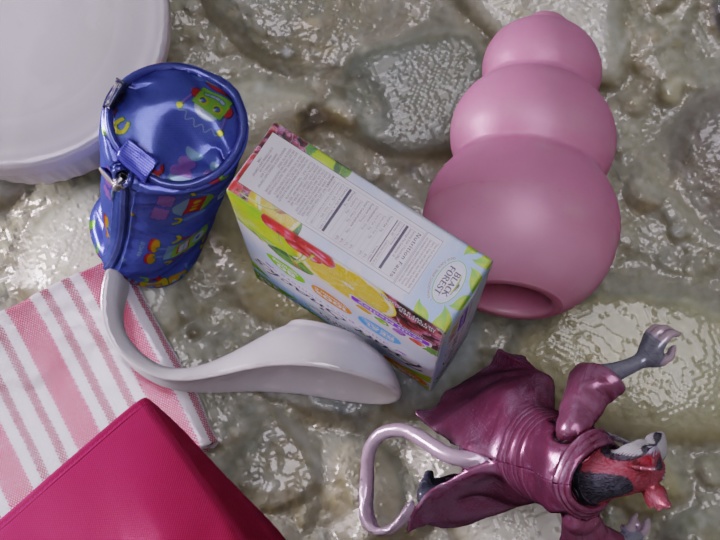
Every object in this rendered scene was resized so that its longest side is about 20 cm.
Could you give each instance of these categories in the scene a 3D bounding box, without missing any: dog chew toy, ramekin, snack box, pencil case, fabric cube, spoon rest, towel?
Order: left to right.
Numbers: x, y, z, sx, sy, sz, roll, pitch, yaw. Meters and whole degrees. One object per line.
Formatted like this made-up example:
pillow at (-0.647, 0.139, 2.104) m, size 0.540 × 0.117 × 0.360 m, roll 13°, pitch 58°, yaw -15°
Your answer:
ramekin at (-0.220, -0.150, 0.890) m, size 0.201 × 0.094 × 0.204 m, roll 0°, pitch 78°, yaw 1°
towel at (-0.210, 0.095, 0.871) m, size 0.199 × 0.030 × 0.147 m, roll -27°, pitch 79°, yaw -8°
pencil case at (-0.122, -0.051, 0.810) m, size 0.087 × 0.200 × 0.078 m, roll -41°, pitch 86°, yaw -22°
fabric cube at (-0.097, 0.232, 0.711) m, size 0.196 × 0.200 × 0.199 m, roll -42°, pitch 48°, yaw -7°
spoon rest at (-0.071, 0.055, 0.842) m, size 0.199 × 0.099 × 0.061 m, roll 15°, pitch 75°, yaw 8°
snack box at (0.000, 0.000, 0.798) m, size 0.142 × 0.200 × 0.053 m, roll 34°, pitch 79°, yaw 8°
dog chew toy at (0.108, -0.074, 0.858) m, size 0.124 × 0.125 × 0.201 m, roll 9°, pitch 70°, yaw 3°

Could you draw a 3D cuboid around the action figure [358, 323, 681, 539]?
action figure at (0.101, 0.099, 0.774) m, size 0.148 × 0.200 × 0.135 m, roll -2°, pitch 92°, yaw -24°
